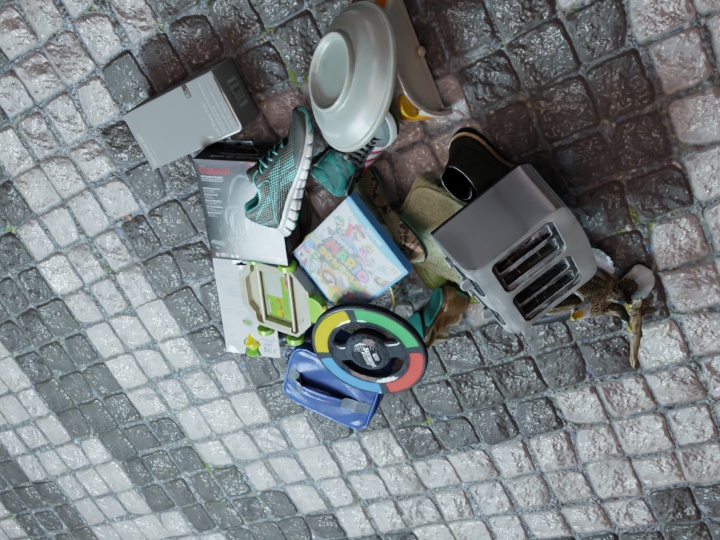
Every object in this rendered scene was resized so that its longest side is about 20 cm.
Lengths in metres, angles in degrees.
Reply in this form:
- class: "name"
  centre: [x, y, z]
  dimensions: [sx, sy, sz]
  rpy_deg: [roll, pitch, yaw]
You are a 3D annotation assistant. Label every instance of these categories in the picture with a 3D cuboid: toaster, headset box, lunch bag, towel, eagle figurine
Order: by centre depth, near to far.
- class: "toaster"
  centre: [0.223, -0.032, 1.113]
  dimensions: [0.199, 0.119, 0.181]
  rpy_deg: [-37, 136, 5]
- class: "eagle figurine"
  centre: [0.342, 0.041, 1.220]
  dimensions: [0.198, 0.150, 0.155]
  rpy_deg: [21, 92, 38]
- class: "towel"
  centre: [0.149, -0.049, 1.248]
  dimensions: [0.197, 0.037, 0.150]
  rpy_deg: [25, 125, 6]
- class: "headset box"
  centre: [-0.182, -0.119, 1.300]
  dimensions: [0.146, 0.078, 0.204]
  rpy_deg: [6, 122, 17]
- class: "lunch bag"
  centre: [-0.047, 0.185, 1.441]
  dimensions: [0.196, 0.133, 0.138]
  rpy_deg: [22, 125, 7]

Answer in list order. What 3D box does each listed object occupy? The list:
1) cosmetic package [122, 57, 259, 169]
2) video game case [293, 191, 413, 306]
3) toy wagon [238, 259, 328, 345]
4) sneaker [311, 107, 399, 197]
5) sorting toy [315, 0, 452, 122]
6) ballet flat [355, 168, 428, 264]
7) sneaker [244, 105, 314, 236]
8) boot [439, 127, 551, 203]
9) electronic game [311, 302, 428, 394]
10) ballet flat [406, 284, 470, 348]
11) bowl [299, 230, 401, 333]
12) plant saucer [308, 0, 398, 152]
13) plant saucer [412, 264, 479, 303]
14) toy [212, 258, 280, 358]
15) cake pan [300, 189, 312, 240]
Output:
- class: "cosmetic package"
  centre: [-0.277, -0.255, 1.296]
  dimensions: [0.197, 0.091, 0.108]
  rpy_deg: [-20, 111, 26]
- class: "video game case"
  centre: [-0.017, -0.017, 1.237]
  dimensions: [0.144, 0.018, 0.200]
  rpy_deg: [52, 141, 1]
- class: "toy wagon"
  centre: [-0.125, 0.052, 1.369]
  dimensions: [0.197, 0.039, 0.158]
  rpy_deg: [14, 123, 29]
- class: "sneaker"
  centre: [-0.016, -0.174, 1.165]
  dimensions: [0.083, 0.121, 0.200]
  rpy_deg: [40, 164, 1]
- class: "sorting toy"
  centre: [0.012, -0.289, 1.174]
  dimensions: [0.178, 0.107, 0.203]
  rpy_deg: [-4, 119, 45]
- class: "ballet flat"
  centre: [0.027, -0.077, 1.235]
  dimensions: [0.202, 0.074, 0.068]
  rpy_deg: [58, 159, 29]
- class: "sneaker"
  centre: [-0.124, -0.149, 1.180]
  dimensions: [0.089, 0.078, 0.204]
  rpy_deg: [10, 114, -14]
- class: "boot"
  centre: [0.201, -0.111, 1.165]
  dimensions: [0.198, 0.139, 0.078]
  rpy_deg: [32, 125, -2]
- class: "electronic game"
  centre: [0.014, 0.130, 1.292]
  dimensions: [0.196, 0.042, 0.203]
  rpy_deg: [11, 132, 12]
- class: "ballet flat"
  centre: [0.129, 0.088, 1.350]
  dimensions: [0.071, 0.069, 0.201]
  rpy_deg: [8, 144, -18]
- class: "bowl"
  centre: [0.000, 0.000, 1.322]
  dimensions: [0.198, 0.094, 0.204]
  rpy_deg: [24, 133, 28]
- class: "plant saucer"
  centre: [-0.024, -0.266, 1.078]
  dimensions: [0.049, 0.202, 0.202]
  rpy_deg: [3, 135, -34]
- class: "plant saucer"
  centre: [0.168, -0.026, 1.295]
  dimensions: [0.196, 0.031, 0.204]
  rpy_deg: [10, 123, 16]
- class: "toy"
  centre: [-0.205, 0.063, 1.481]
  dimensions: [0.113, 0.047, 0.204]
  rpy_deg: [5, 115, 16]
- class: "cake pan"
  centre: [-0.180, -0.105, 1.378]
  dimensions: [0.196, 0.037, 0.204]
  rpy_deg: [10, 122, 15]
